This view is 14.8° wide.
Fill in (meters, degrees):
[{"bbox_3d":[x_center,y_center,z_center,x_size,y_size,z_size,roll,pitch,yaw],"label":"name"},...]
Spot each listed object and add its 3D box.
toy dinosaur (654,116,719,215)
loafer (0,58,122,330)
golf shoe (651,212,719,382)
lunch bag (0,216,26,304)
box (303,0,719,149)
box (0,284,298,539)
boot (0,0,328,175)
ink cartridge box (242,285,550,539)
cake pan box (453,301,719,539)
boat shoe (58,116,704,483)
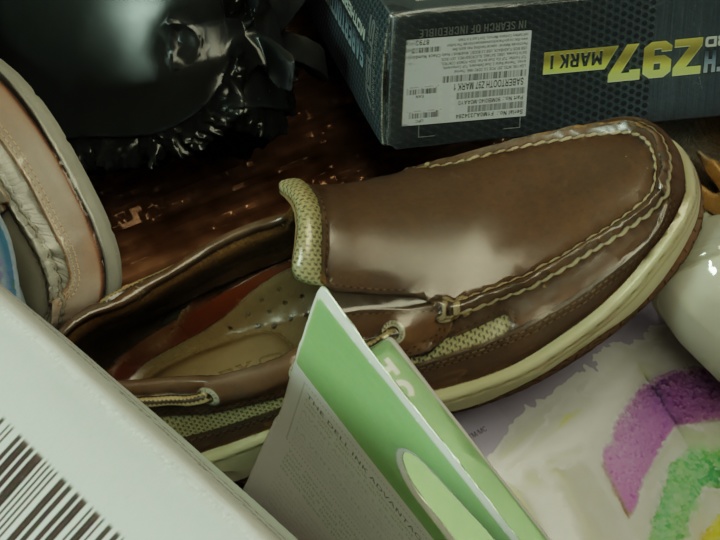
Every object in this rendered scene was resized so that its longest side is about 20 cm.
[{"bbox_3d":[0.131,-0.020,0.892,0.200,0.060,0.106,47,30,16],"label":"toy dinosaur"},{"bbox_3d":[-0.154,-0.054,0.857,0.063,0.072,0.200,-25,72,-41],"label":"loafer"},{"bbox_3d":[0.168,0.058,0.839,0.200,0.078,0.097,32,49,-15],"label":"golf shoe"},{"bbox_3d":[-0.184,0.040,0.758,0.200,0.170,0.127,-28,36,-16],"label":"lunch bag"},{"bbox_3d":[0.083,-0.104,0.899,0.200,0.051,0.158,-6,33,-14],"label":"box"},{"bbox_3d":[-0.087,0.133,0.663,0.200,0.131,0.199,-49,45,-4],"label":"box"},{"bbox_3d":[-0.107,-0.109,0.887,0.198,0.073,0.163,-5,93,26],"label":"boot"},{"bbox_3d":[0.034,0.083,0.716,0.048,0.200,0.146,-34,77,-22],"label":"ink cartridge box"},{"bbox_3d":[0.057,0.126,0.840,0.200,0.052,0.184,-25,72,-19],"label":"cake pan box"},{"bbox_3d":[0.001,0.005,0.818,0.202,0.075,0.075,-27,50,9],"label":"boat shoe"}]
